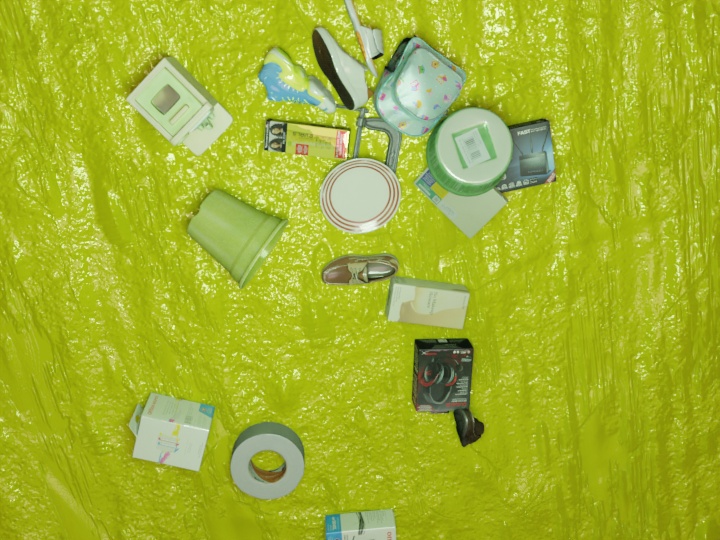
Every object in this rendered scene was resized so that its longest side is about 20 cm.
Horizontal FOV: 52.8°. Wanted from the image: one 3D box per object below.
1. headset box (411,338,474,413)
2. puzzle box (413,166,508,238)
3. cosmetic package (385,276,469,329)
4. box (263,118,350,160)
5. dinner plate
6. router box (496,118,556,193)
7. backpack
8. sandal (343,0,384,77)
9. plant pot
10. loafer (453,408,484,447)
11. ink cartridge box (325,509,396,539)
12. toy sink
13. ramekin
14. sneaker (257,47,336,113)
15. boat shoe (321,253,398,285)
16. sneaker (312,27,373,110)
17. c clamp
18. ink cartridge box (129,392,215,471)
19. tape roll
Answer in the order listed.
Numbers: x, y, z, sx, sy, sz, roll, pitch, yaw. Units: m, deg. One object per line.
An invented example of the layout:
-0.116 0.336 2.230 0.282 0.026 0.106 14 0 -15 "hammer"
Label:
0.216 0.286 1.921 0.147 0.075 0.202 0 107 -6 "headset box"
0.241 -0.192 1.754 0.200 0.025 0.133 45 119 0 "puzzle box"
0.169 0.082 1.856 0.198 0.071 0.106 6 106 -6 "cosmetic package"
-0.125 -0.308 1.707 0.198 0.050 0.076 8 108 1 "box"
-0.001 -0.183 1.769 0.198 0.024 0.201 -3 123 -5 "dinner plate"
0.368 -0.274 1.765 0.198 0.062 0.151 -13 107 0 "router box"
0.127 -0.408 1.661 0.175 0.154 0.200 31 107 -19 "backpack"
0.017 -0.544 1.645 0.059 0.079 0.208 -20 106 5 "sandal"
-0.300 -0.090 1.718 0.184 0.200 0.201 35 102 -2 "plant pot"
0.291 0.408 1.930 0.070 0.073 0.200 -18 153 -1 "loafer"
0.003 0.767 2.051 0.198 0.084 0.147 -5 108 -2 "ink cartridge box"
-0.406 -0.365 1.649 0.130 0.112 0.200 -42 106 9 "toy sink"
0.254 -0.276 1.663 0.198 0.098 0.202 0 89 -1 "ramekin"
-0.153 -0.416 1.683 0.200 0.076 0.105 42 112 -8 "sneaker"
0.000 0.000 1.817 0.198 0.072 0.076 -12 108 -1 "boat shoe"
-0.039 -0.475 1.679 0.084 0.073 0.201 -35 103 -25 "sneaker"
0.014 -0.294 1.754 0.169 0.027 0.202 1 106 -10 "c clamp"
-0.493 0.413 1.878 0.198 0.129 0.126 14 106 -8 "ink cartridge box"
-0.250 0.514 1.962 0.199 0.066 0.202 -1 107 -3 "tape roll"
